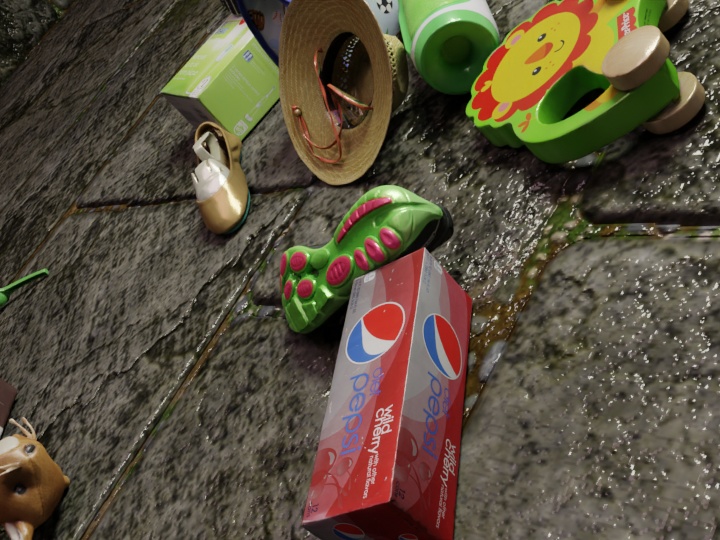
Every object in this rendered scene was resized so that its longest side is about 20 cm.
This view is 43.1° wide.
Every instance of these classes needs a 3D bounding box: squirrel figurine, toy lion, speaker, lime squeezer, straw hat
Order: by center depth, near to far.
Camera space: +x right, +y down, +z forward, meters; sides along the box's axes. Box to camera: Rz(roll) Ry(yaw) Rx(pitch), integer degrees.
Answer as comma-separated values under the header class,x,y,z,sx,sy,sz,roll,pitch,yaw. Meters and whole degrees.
class,x,y,z,sx,sy,sz,roll,pitch,yaw
toy lion,0.164,-0.157,0.727,0.191,0.069,0.201,-30,33,35
squirrel figurine,-0.366,0.204,0.831,0.142,0.186,0.201,-83,9,-68
straw hat,0.001,-0.190,0.903,0.085,0.202,0.201,-15,14,-34
speaker,0.084,-0.252,0.904,0.088,0.088,0.201,-32,33,19
lime squeezer,-0.534,0.057,1.307,0.200,0.038,0.071,-47,31,-6

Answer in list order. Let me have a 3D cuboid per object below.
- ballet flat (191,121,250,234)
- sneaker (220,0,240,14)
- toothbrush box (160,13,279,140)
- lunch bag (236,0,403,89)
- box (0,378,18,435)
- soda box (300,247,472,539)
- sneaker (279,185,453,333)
class,x,y,z,sx,sy,sz,roll,pitch,yaw
ballet flat,-0.171,-0.111,1.056,0.069,0.063,0.200,-37,32,13
sneaker,-0.128,-0.381,1.176,0.080,0.074,0.200,-39,33,-24
toothbrush box,-0.151,-0.275,1.207,0.200,0.086,0.145,-49,31,-10
lunch bag,-0.036,-0.304,0.993,0.123,0.200,0.171,-2,50,49
box,-0.516,0.194,0.995,0.164,0.166,0.201,-30,34,25
soda box,0.024,0.084,0.591,0.070,0.063,0.201,-23,37,32
sneaker,0.000,0.000,0.724,0.200,0.083,0.077,-30,64,49
